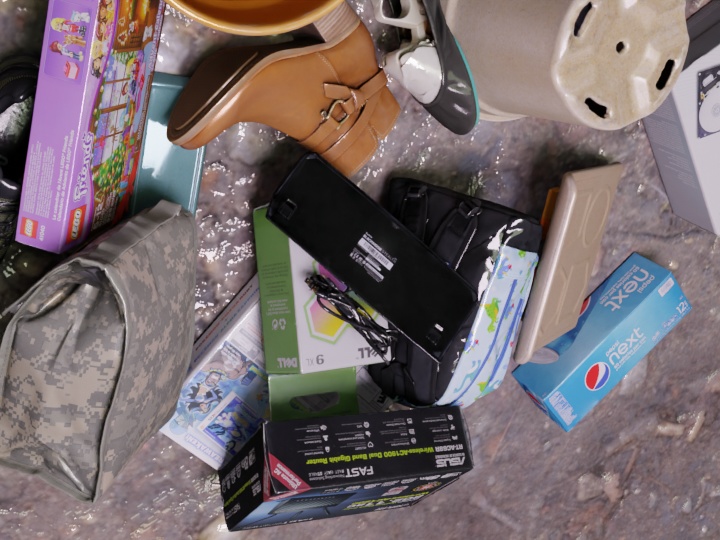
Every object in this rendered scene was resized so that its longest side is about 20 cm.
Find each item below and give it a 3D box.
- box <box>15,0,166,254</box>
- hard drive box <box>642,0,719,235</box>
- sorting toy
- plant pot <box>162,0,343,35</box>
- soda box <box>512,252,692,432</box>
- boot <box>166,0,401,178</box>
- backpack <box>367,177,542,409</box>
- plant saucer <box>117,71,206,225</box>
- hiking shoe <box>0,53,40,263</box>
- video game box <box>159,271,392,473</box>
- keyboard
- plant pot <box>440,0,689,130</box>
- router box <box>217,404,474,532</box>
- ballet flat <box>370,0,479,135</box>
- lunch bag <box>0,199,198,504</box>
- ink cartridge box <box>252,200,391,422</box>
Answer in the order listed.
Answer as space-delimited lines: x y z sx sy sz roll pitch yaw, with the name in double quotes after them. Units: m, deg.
-0.199 -0.126 0.729 0.039 0.137 0.203 15 107 5 "box"
0.388 -0.168 1.029 0.155 0.077 0.201 -36 122 -7 "hard drive box"
0.205 -0.015 0.974 0.199 0.036 0.188 -21 127 -61 "sorting toy"
-0.099 -0.283 0.682 0.197 0.183 0.203 -10 116 -22 "plant pot"
0.269 0.078 1.078 0.200 0.068 0.064 -43 122 -3 "soda box"
-0.055 -0.133 0.825 0.200 0.073 0.155 -44 128 -11 "boot"
0.081 0.035 0.915 0.153 0.162 0.203 23 86 -53 "backpack"
-0.171 -0.067 0.837 0.069 0.019 0.203 3 110 -26 "plant saucer"
-0.285 -0.065 0.731 0.075 0.101 0.202 19 100 -23 "hiking shoe"
-0.079 0.122 0.943 0.183 0.047 0.200 -49 122 -3 "video game box"
0.000 0.000 0.821 0.199 0.040 0.104 40 68 -6 "keyboard"
0.179 -0.210 0.847 0.198 0.183 0.203 -10 115 -22 "plant pot"
-0.016 0.183 0.887 0.197 0.063 0.150 -1 155 -24 "router box"
0.044 -0.208 0.837 0.068 0.068 0.203 -23 100 -28 "ballet flat"
-0.201 0.048 0.764 0.116 0.164 0.202 20 111 6 "lunch bag"
-0.032 0.040 0.866 0.103 0.059 0.203 -3 87 -40 "ink cartridge box"
